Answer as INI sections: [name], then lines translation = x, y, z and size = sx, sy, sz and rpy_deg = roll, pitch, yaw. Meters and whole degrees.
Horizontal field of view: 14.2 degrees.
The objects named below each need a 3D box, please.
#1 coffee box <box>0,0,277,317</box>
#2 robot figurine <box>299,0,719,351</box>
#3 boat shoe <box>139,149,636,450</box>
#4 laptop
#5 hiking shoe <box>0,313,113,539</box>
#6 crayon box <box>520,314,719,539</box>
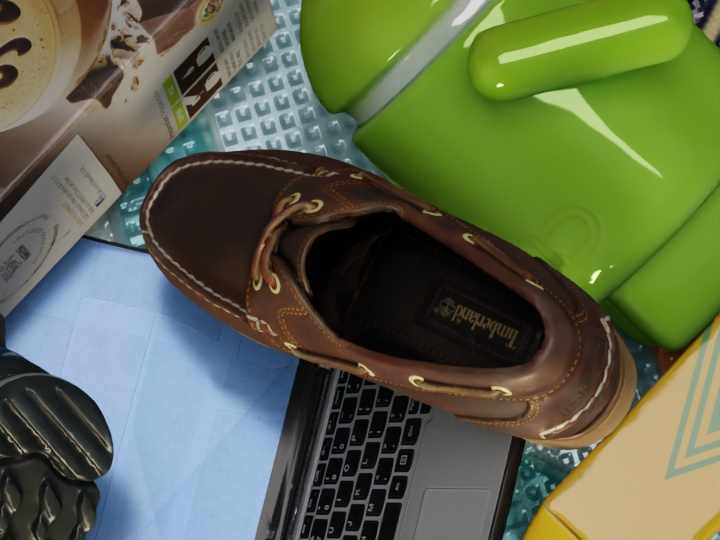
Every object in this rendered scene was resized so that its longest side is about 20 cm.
[coffee box]
translation = -0.140, -0.066, 1.056
size = 0.113, 0.080, 0.200
rpy_deg = 38, 78, 17
[robot figurine]
translation = 0.061, -0.063, 1.026
size = 0.200, 0.175, 0.116
rpy_deg = 44, 88, -5
[boat shoe]
translation = 0.000, 0.000, 0.977
size = 0.199, 0.070, 0.071
rpy_deg = 19, 85, 32
[laptop]
translation = -0.051, 0.082, 1.018
size = 0.115, 0.200, 0.188
rpy_deg = 22, 75, -32
[hiking shoe]
translation = -0.152, 0.120, 1.020
size = 0.074, 0.087, 0.201
rpy_deg = 26, 95, -29
[crayon box]
translation = 0.121, 0.060, 1.019
size = 0.052, 0.126, 0.200
rpy_deg = 42, 79, 8
